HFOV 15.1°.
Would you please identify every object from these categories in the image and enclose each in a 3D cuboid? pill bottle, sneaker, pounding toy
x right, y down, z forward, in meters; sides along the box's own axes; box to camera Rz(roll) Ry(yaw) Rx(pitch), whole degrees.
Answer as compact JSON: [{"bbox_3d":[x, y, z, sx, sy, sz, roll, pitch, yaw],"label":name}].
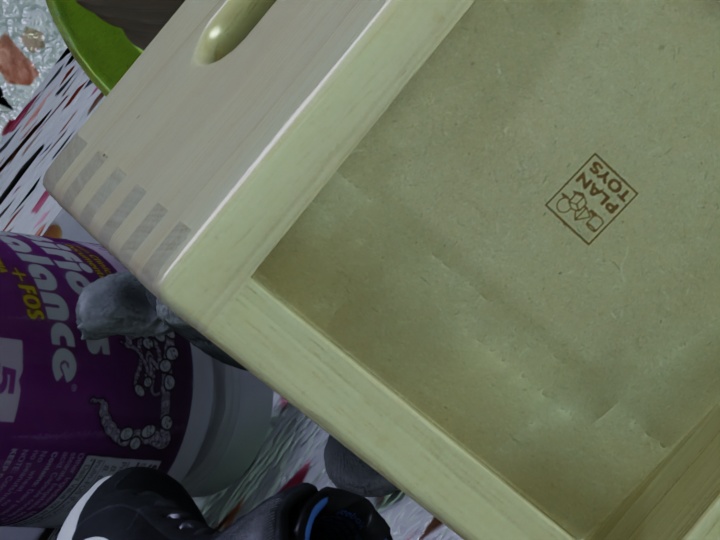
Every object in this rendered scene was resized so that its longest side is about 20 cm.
[{"bbox_3d":[-0.127,0.041,1.029,0.112,0.112,0.200,-45,-30,26],"label":"pill bottle"},{"bbox_3d":[-0.035,0.098,0.845,0.112,0.073,0.200,-44,21,15],"label":"sneaker"},{"bbox_3d":[0.058,-0.038,0.663,0.200,0.184,0.142,-51,26,-2],"label":"pounding toy"}]

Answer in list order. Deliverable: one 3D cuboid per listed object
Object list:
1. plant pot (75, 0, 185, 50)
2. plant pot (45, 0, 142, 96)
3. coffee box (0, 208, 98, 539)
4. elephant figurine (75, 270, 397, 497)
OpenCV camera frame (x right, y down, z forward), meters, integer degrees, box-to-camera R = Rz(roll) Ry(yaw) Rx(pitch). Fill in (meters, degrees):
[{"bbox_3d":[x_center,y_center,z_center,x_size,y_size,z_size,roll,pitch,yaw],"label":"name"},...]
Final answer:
[{"bbox_3d":[-0.025,-0.116,0.756,0.201,0.093,0.201,-9,20,3],"label":"plant pot"},{"bbox_3d":[-0.045,-0.196,1.524,0.200,0.200,0.193,-39,4,45],"label":"plant pot"},{"bbox_3d":[-0.127,0.056,1.192,0.200,0.080,0.114,-57,-11,-28],"label":"coffee box"},{"bbox_3d":[0.000,0.000,0.885,0.200,0.141,0.155,-117,37,-61],"label":"elephant figurine"}]
